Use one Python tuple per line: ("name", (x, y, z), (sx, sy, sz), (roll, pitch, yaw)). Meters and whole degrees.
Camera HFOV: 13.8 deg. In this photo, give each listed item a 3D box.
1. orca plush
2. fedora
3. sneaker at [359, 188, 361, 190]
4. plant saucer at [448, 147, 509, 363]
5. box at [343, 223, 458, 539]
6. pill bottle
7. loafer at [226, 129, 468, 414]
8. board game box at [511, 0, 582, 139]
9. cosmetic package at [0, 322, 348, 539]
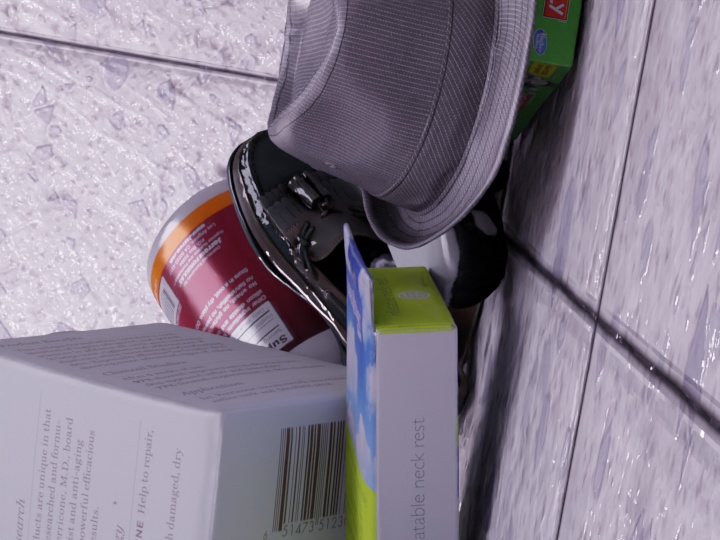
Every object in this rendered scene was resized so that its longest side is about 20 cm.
("orca plush", (0.042, -0.044, 1.592), (0.200, 0.071, 0.105), (-140, 52, -60))
("fedora", (0.008, -0.103, 1.449), (0.200, 0.090, 0.177), (-159, 81, -74))
("sneaker", (-0.005, -0.085, 1.761), (0.200, 0.092, 0.076), (-85, 6, -54))
("plant saucer", (0.055, -0.041, 1.707), (0.200, 0.034, 0.201), (-171, 90, -86))
("box", (0.019, 0.086, 1.483), (0.122, 0.048, 0.200), (-116, 25, -74))
("pill bottle", (-0.035, 0.045, 1.733), (0.200, 0.113, 0.113), (55, 147, 35))
("loafer", (0.000, 0.000, 1.636), (0.200, 0.072, 0.063), (57, 152, 9))
("board game box", (0.088, -0.149, 1.495), (0.200, 0.029, 0.135), (125, 153, -82))
("cosmetic package", (-0.098, 0.129, 1.601), (0.167, 0.200, 0.167), (-5, -77, -49))
